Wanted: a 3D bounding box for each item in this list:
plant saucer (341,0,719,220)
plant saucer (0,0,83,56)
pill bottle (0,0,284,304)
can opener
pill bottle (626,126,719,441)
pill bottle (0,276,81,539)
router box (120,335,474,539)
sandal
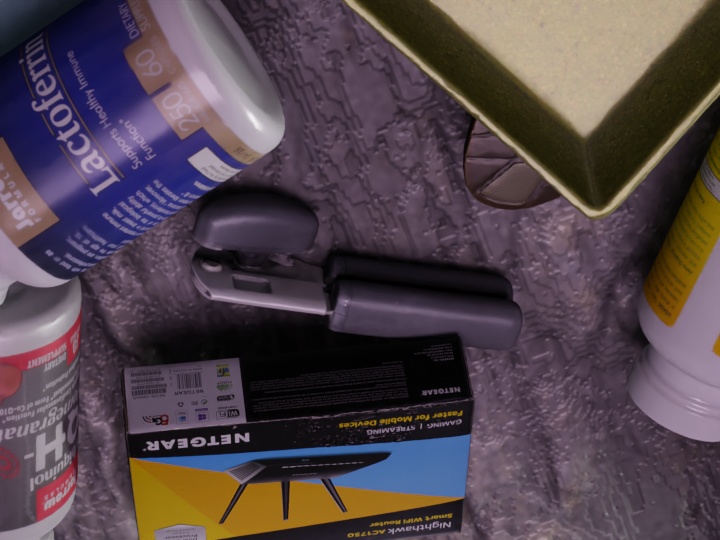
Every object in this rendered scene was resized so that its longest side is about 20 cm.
[{"bbox_3d":[0.116,-0.164,1.112,0.200,0.048,0.200,40,98,-12],"label":"plant saucer"},{"bbox_3d":[-0.180,-0.125,1.136,0.199,0.036,0.201,-4,123,-7],"label":"plant saucer"},{"bbox_3d":[-0.148,-0.063,1.090,0.200,0.116,0.116,-33,121,11],"label":"pill bottle"},{"bbox_3d":[0.000,0.000,1.232,0.199,0.053,0.067,7,121,-14],"label":"can opener"},{"bbox_3d":[0.226,-0.002,1.237,0.104,0.104,0.200,14,119,-17],"label":"pill bottle"},{"bbox_3d":[-0.216,0.089,1.218,0.110,0.111,0.201,0,121,-9],"label":"pill bottle"},{"bbox_3d":[-0.037,0.109,1.268,0.199,0.051,0.149,-6,142,-5],"label":"router box"},{"bbox_3d":[0.109,-0.130,1.174,0.081,0.055,0.201,10,104,-10],"label":"sandal"}]
